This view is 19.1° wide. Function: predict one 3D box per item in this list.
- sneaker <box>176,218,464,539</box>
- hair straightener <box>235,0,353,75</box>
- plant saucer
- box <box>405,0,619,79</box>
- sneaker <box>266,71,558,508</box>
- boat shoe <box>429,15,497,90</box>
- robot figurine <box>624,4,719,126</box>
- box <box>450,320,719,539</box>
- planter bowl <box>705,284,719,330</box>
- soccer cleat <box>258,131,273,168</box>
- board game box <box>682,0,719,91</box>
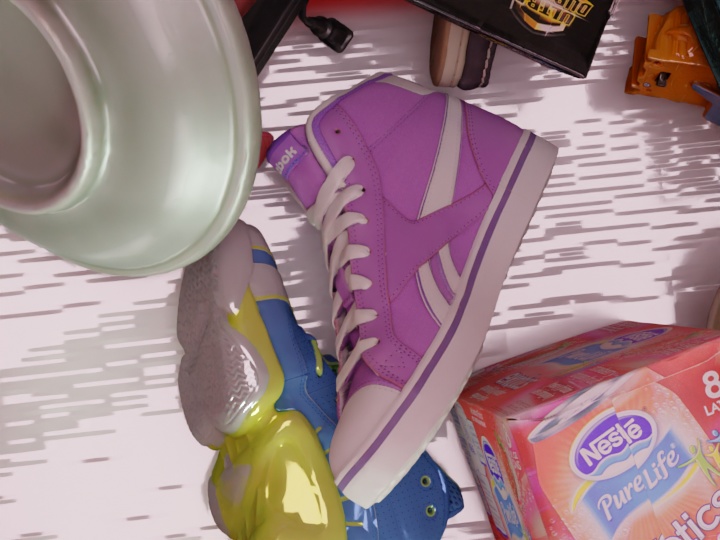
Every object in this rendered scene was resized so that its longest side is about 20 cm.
[{"bbox_3d":[-0.016,0.073,0.922,0.105,0.076,0.200,-8,93,-23],"label":"sneaker"},{"bbox_3d":[-0.026,-0.131,0.912,0.041,0.077,0.200,13,58,30],"label":"hair straightener"},{"bbox_3d":[-0.131,-0.079,0.844,0.200,0.200,0.050,54,47,-3],"label":"plant saucer"},{"bbox_3d":[0.033,-0.186,0.840,0.200,0.049,0.160,21,96,-27],"label":"box"},{"bbox_3d":[0.000,0.000,0.888,0.114,0.073,0.201,28,50,-6],"label":"sneaker"},{"bbox_3d":[0.081,-0.169,0.926,0.065,0.072,0.200,18,85,-5],"label":"boat shoe"},{"bbox_3d":[0.220,-0.106,0.935,0.200,0.058,0.145,12,66,-6],"label":"robot figurine"},{"bbox_3d":[0.102,0.082,0.861,0.095,0.200,0.103,-20,91,-4],"label":"box"},{"bbox_3d":[0.262,0.049,0.898,0.135,0.200,0.200,-26,93,-33],"label":"planter bowl"},{"bbox_3d":[-0.119,-0.106,0.913,0.073,0.068,0.200,-37,91,-27],"label":"soccer cleat"},{"bbox_3d":[0.234,-0.118,0.894,0.200,0.028,0.135,-12,68,-16],"label":"board game box"}]
